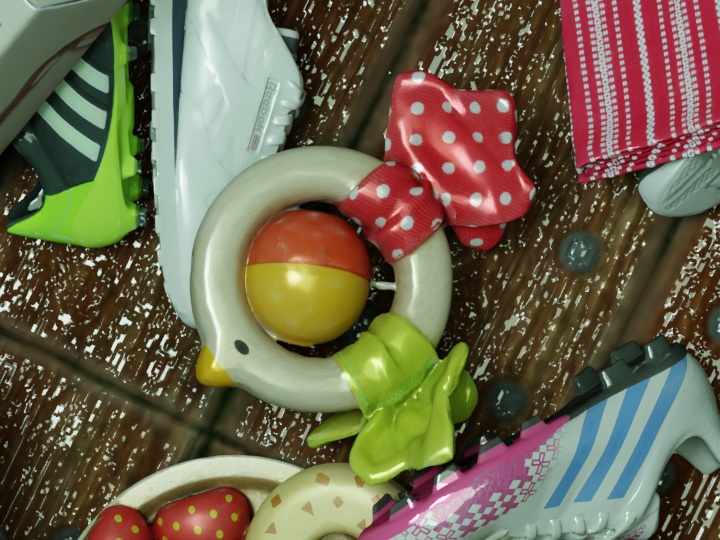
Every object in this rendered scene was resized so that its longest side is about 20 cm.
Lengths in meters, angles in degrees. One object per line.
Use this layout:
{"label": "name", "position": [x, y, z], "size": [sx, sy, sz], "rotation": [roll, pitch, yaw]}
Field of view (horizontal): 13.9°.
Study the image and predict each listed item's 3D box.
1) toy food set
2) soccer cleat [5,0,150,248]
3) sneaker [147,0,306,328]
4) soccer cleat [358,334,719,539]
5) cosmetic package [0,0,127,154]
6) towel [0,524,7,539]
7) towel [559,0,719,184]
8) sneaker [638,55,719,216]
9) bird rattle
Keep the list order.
{"label": "toy food set", "position": [-0.060, 0.192, 1.469], "size": [0.199, 0.049, 0.199], "rotation": [3, 89, 2]}
{"label": "soccer cleat", "position": [-0.147, -0.102, 1.441], "size": [0.081, 0.068, 0.201], "rotation": [-1, 116, 0]}
{"label": "sneaker", "position": [-0.066, -0.071, 1.467], "size": [0.080, 0.076, 0.201], "rotation": [0, 90, -7]}
{"label": "soccer cleat", "position": [0.096, 0.108, 1.432], "size": [0.200, 0.070, 0.087], "rotation": [-29, 93, -19]}
{"label": "cosmetic package", "position": [-0.208, -0.101, 1.394], "size": [0.104, 0.087, 0.200], "rotation": [52, 124, 10]}
{"label": "towel", "position": [-0.214, 0.130, 1.416], "size": [0.085, 0.166, 0.201], "rotation": [-17, 92, 0]}
{"label": "towel", "position": [0.183, -0.132, 1.416], "size": [0.199, 0.022, 0.145], "rotation": [-17, 63, 29]}
{"label": "sneaker", "position": [0.192, -0.119, 1.467], "size": [0.082, 0.077, 0.200], "rotation": [36, 89, 30]}
{"label": "bird rattle", "position": [0.000, 0.000, 1.427], "size": [0.162, 0.113, 0.201], "rotation": [7, 92, -12]}
